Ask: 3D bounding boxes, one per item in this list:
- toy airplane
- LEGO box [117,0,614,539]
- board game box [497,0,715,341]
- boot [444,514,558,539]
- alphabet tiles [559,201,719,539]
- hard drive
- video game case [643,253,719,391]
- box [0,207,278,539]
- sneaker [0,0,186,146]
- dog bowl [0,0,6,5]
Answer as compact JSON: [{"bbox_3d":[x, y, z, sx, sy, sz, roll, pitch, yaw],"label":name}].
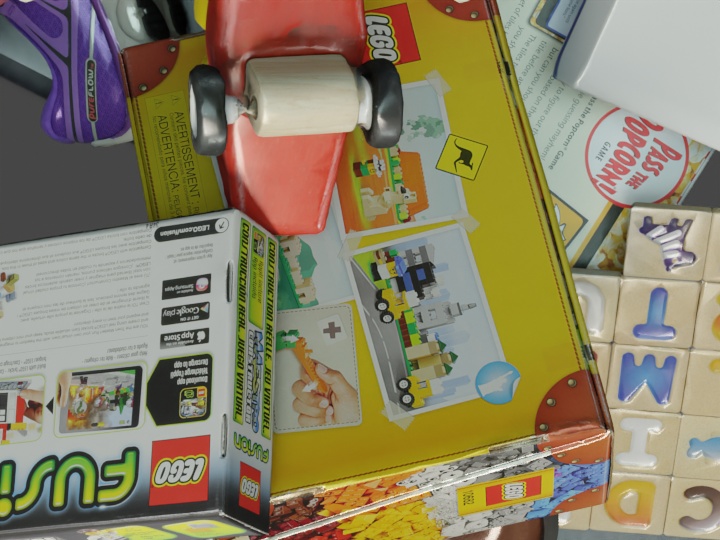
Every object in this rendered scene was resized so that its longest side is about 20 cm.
[{"bbox_3d":[-0.035,-0.140,0.774,0.200,0.141,0.199,43,87,-13],"label":"toy airplane"},{"bbox_3d":[0.000,0.000,0.826,0.148,0.077,0.201,-12,65,-1],"label":"LEGO box"},{"bbox_3d":[0.056,-0.087,0.928,0.200,0.046,0.152,32,93,-4],"label":"board game box"},{"bbox_3d":[-0.018,0.141,0.888,0.199,0.068,0.189,-23,129,-23],"label":"boot"},{"bbox_3d":[0.139,0.046,0.922,0.199,0.008,0.168,4,122,1],"label":"alphabet tiles"},{"bbox_3d":[0.188,-0.105,0.895,0.199,0.025,0.132,20,99,-28],"label":"hard drive"},{"bbox_3d":[0.238,-0.002,0.913,0.143,0.017,0.200,40,109,-19],"label":"video game case"},{"bbox_3d":[-0.127,0.046,0.779,0.199,0.035,0.111,-7,69,23],"label":"box"},{"bbox_3d":[-0.136,-0.147,0.906,0.083,0.081,0.201,-17,92,13],"label":"sneaker"},{"bbox_3d":[-0.191,-0.181,0.858,0.200,0.074,0.201,6,100,35],"label":"dog bowl"}]
